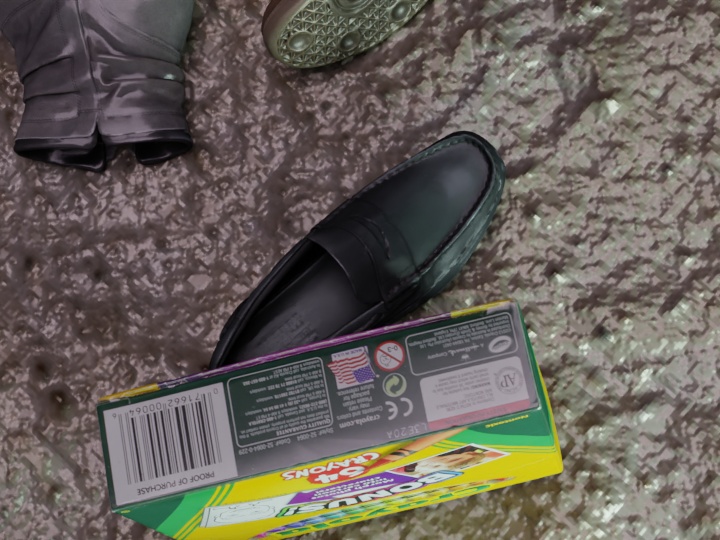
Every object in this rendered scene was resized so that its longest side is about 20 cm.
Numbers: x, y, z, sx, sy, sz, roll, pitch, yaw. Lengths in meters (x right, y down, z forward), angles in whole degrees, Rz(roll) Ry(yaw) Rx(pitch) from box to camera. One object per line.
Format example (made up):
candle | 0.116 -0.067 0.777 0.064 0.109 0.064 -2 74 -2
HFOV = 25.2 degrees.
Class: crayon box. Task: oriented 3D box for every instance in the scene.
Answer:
crayon box | -0.006 0.084 0.792 0.198 0.173 0.059 -14 71 7

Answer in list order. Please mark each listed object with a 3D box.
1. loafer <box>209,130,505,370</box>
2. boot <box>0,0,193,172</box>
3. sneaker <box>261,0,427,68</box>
loafer | 0.000 0.000 0.865 0.200 0.070 0.068 -43 74 -3
boot | -0.191 -0.128 0.936 0.198 0.070 0.133 3 82 15
sneaker | 0.015 -0.197 0.925 0.200 0.071 0.076 -39 54 -5
